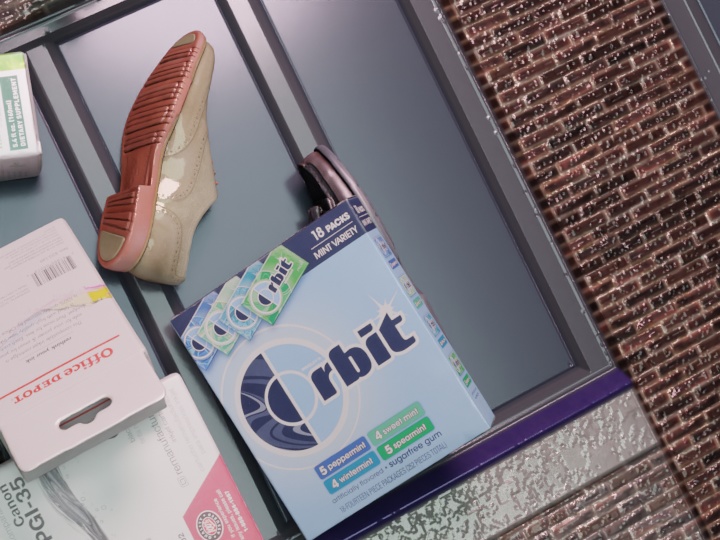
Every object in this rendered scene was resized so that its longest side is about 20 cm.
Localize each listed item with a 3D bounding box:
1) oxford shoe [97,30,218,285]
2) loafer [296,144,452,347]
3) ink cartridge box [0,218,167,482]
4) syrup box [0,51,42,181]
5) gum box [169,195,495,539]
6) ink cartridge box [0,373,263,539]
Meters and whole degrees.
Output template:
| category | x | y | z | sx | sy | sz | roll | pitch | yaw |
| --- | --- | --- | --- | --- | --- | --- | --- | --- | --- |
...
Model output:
| category | x | y | z | sx | sy | sz | roll | pitch | yaw |
| --- | --- | --- | --- | --- | --- | --- | --- | --- | --- |
| oxford shoe | -0.144 | -0.086 | 1.165 | 0.073 | 0.070 | 0.202 | 24 | 77 | -33 |
| loafer | 0.000 | 0.000 | 1.173 | 0.063 | 0.072 | 0.201 | -32 | 93 | -10 |
| ink cartridge box | -0.217 | 0.067 | 1.063 | 0.116 | 0.068 | 0.200 | -28 | 49 | -13 |
| syrup box | -0.341 | -0.102 | 1.107 | 0.197 | 0.081 | 0.080 | -9 | 84 | -14 |
| gum box | -0.021 | 0.075 | 1.136 | 0.169 | 0.045 | 0.201 | -33 | 90 | 13 |
| ink cartridge box | -0.192 | 0.187 | 1.098 | 0.198 | 0.083 | 0.148 | -28 | 89 | -14 |
